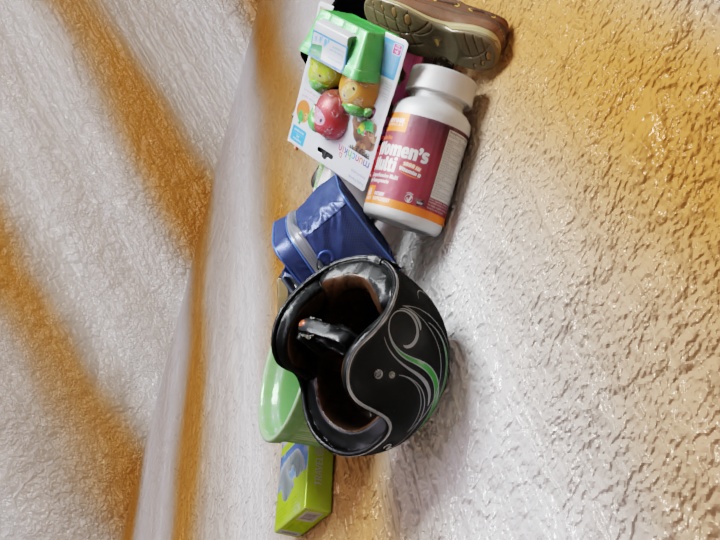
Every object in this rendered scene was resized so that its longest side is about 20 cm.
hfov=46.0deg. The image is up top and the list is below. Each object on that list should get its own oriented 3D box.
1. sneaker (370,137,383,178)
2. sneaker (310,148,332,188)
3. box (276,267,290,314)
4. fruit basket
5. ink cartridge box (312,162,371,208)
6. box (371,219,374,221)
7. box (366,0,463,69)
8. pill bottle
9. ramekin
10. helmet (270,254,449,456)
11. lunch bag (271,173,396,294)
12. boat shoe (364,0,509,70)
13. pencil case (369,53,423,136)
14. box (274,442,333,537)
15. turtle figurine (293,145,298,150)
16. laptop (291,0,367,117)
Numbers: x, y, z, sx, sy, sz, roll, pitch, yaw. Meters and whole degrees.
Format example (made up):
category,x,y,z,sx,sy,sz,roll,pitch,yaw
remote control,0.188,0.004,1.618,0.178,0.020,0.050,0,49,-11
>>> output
category,x,y,z,sx,sy,sz,roll,pitch,yaw
sneaker,0.039,-0.222,1.328,0.202,0.077,0.116,-93,26,-43
sneaker,-0.069,-0.236,1.521,0.202,0.105,0.075,-64,6,-31
box,-0.110,0.083,1.398,0.164,0.021,0.204,-66,-22,-70
fruit basket,-0.029,-0.236,1.134,0.185,0.093,0.203,38,115,39
ink cartridge box,-0.046,-0.050,1.252,0.117,0.066,0.204,-131,54,-74
box,-0.016,-0.118,1.437,0.161,0.045,0.201,-91,26,-42
box,0.063,-0.312,1.261,0.156,0.049,0.203,25,99,37
pill bottle,0.081,-0.155,1.101,0.109,0.108,0.204,-165,91,-71
ramekin,-0.061,0.143,1.155,0.201,0.096,0.202,126,153,-43
helmet,0.009,0.103,0.964,0.197,0.192,0.202,-18,39,15
lunch bag,-0.040,-0.023,1.095,0.132,0.137,0.200,-37,14,6
boat shoe,0.100,-0.322,1.105,0.068,0.197,0.073,-56,-21,-28
pencil case,0.054,-0.286,1.181,0.093,0.089,0.204,-162,83,-66
box,-0.081,0.284,1.282,0.122,0.047,0.203,130,150,-48
turtle figurine,-0.039,-0.283,1.465,0.064,0.159,0.204,166,120,-70
laptop,-0.051,-0.355,1.315,0.199,0.116,0.189,7,61,58
